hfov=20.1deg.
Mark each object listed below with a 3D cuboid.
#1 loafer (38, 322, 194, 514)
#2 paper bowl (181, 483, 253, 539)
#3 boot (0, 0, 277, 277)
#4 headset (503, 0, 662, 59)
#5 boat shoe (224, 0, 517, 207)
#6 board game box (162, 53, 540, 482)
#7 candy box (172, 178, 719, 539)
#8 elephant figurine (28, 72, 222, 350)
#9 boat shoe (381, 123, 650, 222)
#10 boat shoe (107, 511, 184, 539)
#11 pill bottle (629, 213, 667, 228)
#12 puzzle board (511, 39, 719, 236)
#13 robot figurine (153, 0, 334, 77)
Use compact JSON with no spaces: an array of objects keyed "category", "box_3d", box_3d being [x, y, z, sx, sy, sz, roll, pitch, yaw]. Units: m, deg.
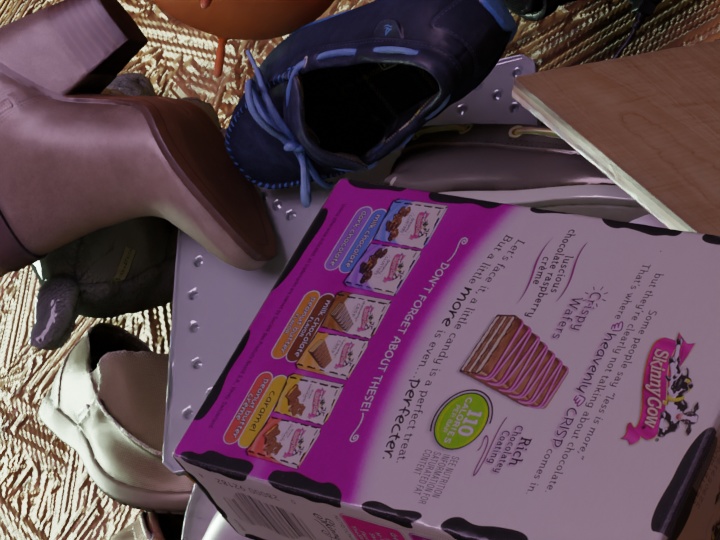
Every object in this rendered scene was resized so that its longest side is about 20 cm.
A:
[{"category":"loafer","box_3d":[-0.115,0.078,1.091,0.200,0.076,0.068,23,105,52]},{"category":"paper bowl","box_3d":[0.011,0.140,0.828,0.200,0.104,0.201,7,103,31]},{"category":"boot","box_3d":[-0.148,-0.044,1.058,0.146,0.070,0.200,-39,70,17]},{"category":"headset","box_3d":[0.115,-0.157,0.965,0.094,0.123,0.201,172,91,-74]},{"category":"boat shoe","box_3d":[-0.013,-0.083,0.958,0.200,0.084,0.069,-35,14,53]},{"category":"board game box","box_3d":[0.000,0.000,1.015,0.200,0.026,0.200,-12,56,20]},{"category":"candy box","box_3d":[0.050,0.047,0.725,0.200,0.061,0.137,11,59,37]},{"category":"elephant figurine","box_3d":[-0.156,-0.042,1.195,0.200,0.155,0.142,13,105,58]},{"category":"boat shoe","box_3d":[0.098,-0.039,0.926,0.201,0.072,0.060,0,62,33]},{"category":"boat shoe","box_3d":[-0.073,0.168,0.999,0.200,0.076,0.072,28,86,50]},{"category":"pill bottle","box_3d":[0.161,0.063,0.774,0.114,0.114,0.200,-53,38,9]},{"category":"puzzle board","box_3d":[0.174,-0.044,0.827,0.200,0.150,0.017,-132,37,-50]},{"category":"robot figurine","box_3d":[-0.051,-0.201,1.007,0.144,0.117,0.200,-8,62,47]}]
